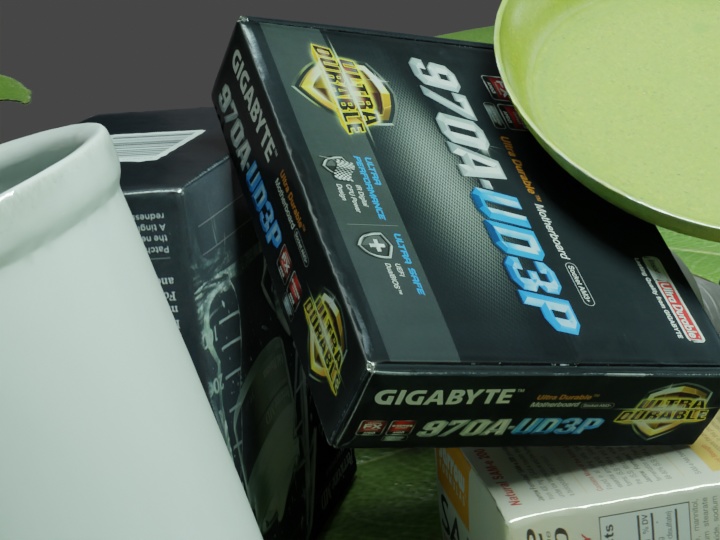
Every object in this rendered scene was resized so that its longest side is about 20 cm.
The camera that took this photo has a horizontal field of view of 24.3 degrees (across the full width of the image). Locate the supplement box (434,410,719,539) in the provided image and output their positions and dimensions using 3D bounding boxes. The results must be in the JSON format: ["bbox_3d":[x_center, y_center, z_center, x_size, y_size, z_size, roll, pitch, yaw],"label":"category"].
[{"bbox_3d":[0.140,0.095,0.692,0.199,0.074,0.126,-8,16,-8],"label":"supplement box"}]

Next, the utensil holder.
[{"bbox_3d":[-0.129,0.073,0.582,0.170,0.200,0.170,-20,14,5],"label":"utensil holder"}]

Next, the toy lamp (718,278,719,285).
[{"bbox_3d":[0.242,0.047,0.793,0.058,0.058,0.200,-12,31,-21],"label":"toy lamp"}]

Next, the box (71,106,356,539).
[{"bbox_3d":[-0.090,0.038,0.760,0.124,0.197,0.200,-2,16,14],"label":"box"}]

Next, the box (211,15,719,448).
[{"bbox_3d":[0.039,-0.018,0.671,0.159,0.046,0.200,3,44,-25],"label":"box"}]

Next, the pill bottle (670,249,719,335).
[{"bbox_3d":[0.089,0.028,0.798,0.200,0.113,0.113,13,3,-31],"label":"pill bottle"}]

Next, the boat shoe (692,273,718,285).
[{"bbox_3d":[0.127,0.036,0.942,0.200,0.072,0.065,11,35,41],"label":"boat shoe"}]

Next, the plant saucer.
[{"bbox_3d":[0.153,-0.076,0.707,0.199,0.031,0.200,4,47,-4],"label":"plant saucer"}]
